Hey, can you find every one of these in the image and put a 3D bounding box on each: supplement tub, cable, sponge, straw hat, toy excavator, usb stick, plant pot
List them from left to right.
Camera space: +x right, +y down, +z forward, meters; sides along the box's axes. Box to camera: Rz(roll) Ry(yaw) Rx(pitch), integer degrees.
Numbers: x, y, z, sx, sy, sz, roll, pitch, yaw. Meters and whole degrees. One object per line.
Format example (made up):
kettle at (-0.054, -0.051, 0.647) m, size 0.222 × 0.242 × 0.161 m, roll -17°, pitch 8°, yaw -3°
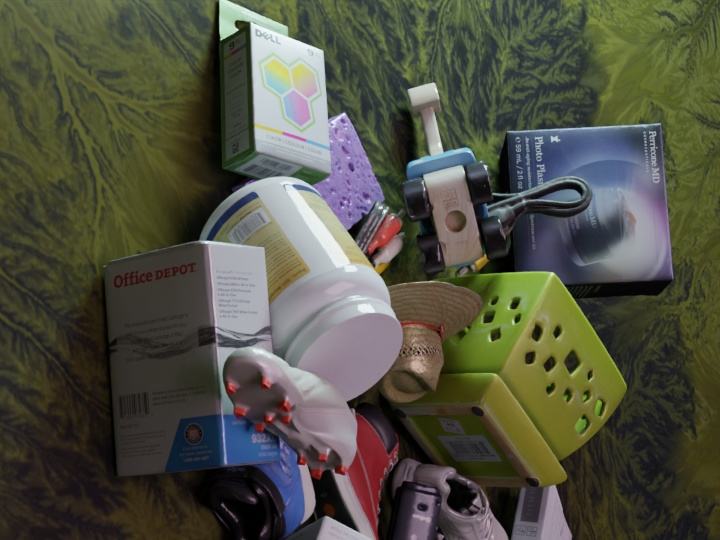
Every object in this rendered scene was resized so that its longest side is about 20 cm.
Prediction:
supplement tub at (-0.058, 0.021, 1.511) m, size 0.144 × 0.145 × 0.201 m, roll 15°, pitch 30°, yaw -47°
sponge at (-0.054, -0.083, 1.693) m, size 0.200 × 0.030 × 0.113 m, roll -40°, pitch 111°, yaw -46°
cable at (0.000, 0.000, 1.700) m, size 0.201 × 0.050 × 0.098 m, roll -58°, pitch 169°, yaw -45°
usb stick at (0.046, 0.332, 1.677) m, size 0.055 × 0.033 × 0.203 m, roll 13°, pitch 80°, yaw -9°
straw hat at (0.047, 0.092, 1.634) m, size 0.200 × 0.200 × 0.086 m, roll 14°, pitch 53°, yaw -47°
toy excavator at (0.094, -0.109, 1.801) m, size 0.200 × 0.099 × 0.197 m, roll -100°, pitch 175°, yaw -76°
plant pot at (0.156, 0.136, 1.770) m, size 0.200 × 0.199 × 0.182 m, roll 54°, pitch 52°, yaw -28°
cable at (0.177, -0.070, 1.862) m, size 0.198 × 0.051 × 0.098 m, roll -24°, pitch 64°, yaw -13°

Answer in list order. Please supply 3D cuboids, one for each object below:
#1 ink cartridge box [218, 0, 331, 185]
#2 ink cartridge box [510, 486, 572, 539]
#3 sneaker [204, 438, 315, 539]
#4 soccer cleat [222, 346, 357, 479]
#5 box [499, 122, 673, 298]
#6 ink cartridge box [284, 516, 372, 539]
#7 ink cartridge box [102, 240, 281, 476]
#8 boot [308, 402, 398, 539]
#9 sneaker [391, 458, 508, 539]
ink cartridge box at (-0.092, -0.194, 1.628) m, size 0.103 × 0.059 × 0.202 m, roll 15°, pitch 62°, yaw -41°
ink cartridge box at (0.214, 0.379, 1.893) m, size 0.174 × 0.043 × 0.202 m, roll 66°, pitch 33°, yaw -56°
sneaker at (-0.111, 0.176, 1.526) m, size 0.111 × 0.076 × 0.202 m, roll -33°, pitch 113°, yaw -58°
soccer cleat at (-0.062, 0.114, 1.389) m, size 0.200 × 0.069 × 0.078 m, roll 51°, pitch 39°, yaw -46°
box at (0.280, -0.071, 1.936) m, size 0.123 × 0.196 × 0.203 m, roll 87°, pitch 0°, yaw -80°
ink cartridge box at (-0.033, 0.372, 1.489) m, size 0.146 × 0.145 × 0.202 m, roll 29°, pitch 57°, yaw -14°
ink cartridge box at (-0.158, 0.084, 1.439) m, size 0.083 × 0.144 × 0.203 m, roll 3°, pitch 79°, yaw -50°
boot at (0.012, 0.249, 1.664) m, size 0.144 × 0.072 × 0.202 m, roll -20°, pitch 94°, yaw -52°
sneaker at (0.119, 0.282, 1.775) m, size 0.200 × 0.080 × 0.076 m, roll 42°, pitch 50°, yaw -38°
